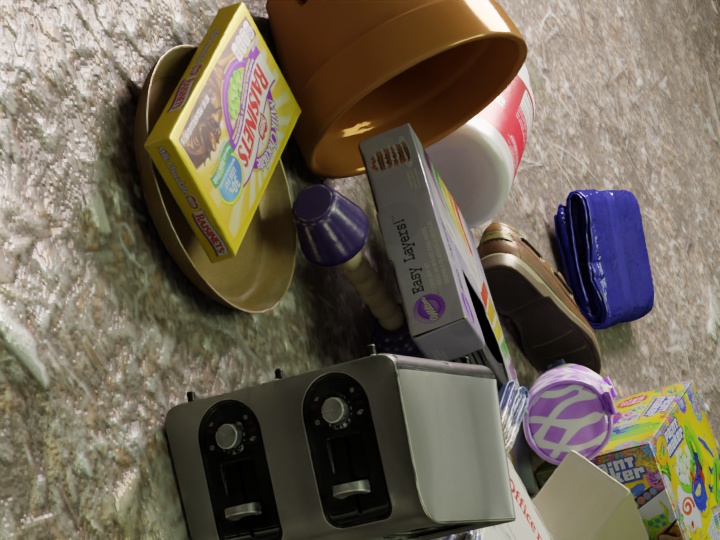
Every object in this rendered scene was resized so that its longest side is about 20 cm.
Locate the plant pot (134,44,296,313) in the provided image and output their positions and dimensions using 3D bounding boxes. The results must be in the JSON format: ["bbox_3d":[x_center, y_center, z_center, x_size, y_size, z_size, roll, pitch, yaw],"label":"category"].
[{"bbox_3d":[-0.108,-0.063,1.488,0.200,0.027,0.201,43,38,-48],"label":"plant pot"}]

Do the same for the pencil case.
[{"bbox_3d":[0.192,0.130,1.878,0.200,0.085,0.084,-25,99,-82],"label":"pencil case"}]

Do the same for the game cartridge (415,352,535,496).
[{"bbox_3d":[0.092,0.121,1.788,0.200,0.041,0.134,25,57,-59],"label":"game cartridge"}]

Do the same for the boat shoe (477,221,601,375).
[{"bbox_3d":[0.177,0.030,1.983,0.200,0.072,0.068,52,32,-39],"label":"boat shoe"}]

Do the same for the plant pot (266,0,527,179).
[{"bbox_3d":[0.015,-0.186,1.657,0.140,0.200,0.200,62,21,15],"label":"plant pot"}]

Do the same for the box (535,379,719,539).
[{"bbox_3d":[0.281,0.236,2.009,0.200,0.122,0.193,-34,105,-64],"label":"box"}]

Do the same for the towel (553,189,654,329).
[{"bbox_3d":[0.262,-0.014,2.234,0.200,0.049,0.149,-7,88,-66],"label":"towel"}]

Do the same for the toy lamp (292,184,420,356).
[{"bbox_3d":[0.000,0.000,1.610,0.200,0.058,0.058,54,29,-53],"label":"toy lamp"}]

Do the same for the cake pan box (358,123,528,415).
[{"bbox_3d":[0.067,0.011,1.652,0.184,0.052,0.201,53,19,-54],"label":"cake pan box"}]

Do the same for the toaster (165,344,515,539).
[{"bbox_3d":[-0.007,0.128,1.398,0.200,0.180,0.119,11,67,-62],"label":"toaster"}]

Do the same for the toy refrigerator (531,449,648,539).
[{"bbox_3d":[0.196,0.225,1.810,0.070,0.076,0.200,35,-8,21],"label":"toy refrigerator"}]

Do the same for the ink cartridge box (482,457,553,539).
[{"bbox_3d":[0.091,0.263,1.626,0.146,0.084,0.200,62,26,-24],"label":"ink cartridge box"}]

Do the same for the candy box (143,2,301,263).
[{"bbox_3d":[-0.095,-0.102,1.478,0.103,0.026,0.200,64,26,-28],"label":"candy box"}]

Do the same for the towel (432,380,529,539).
[{"bbox_3d":[0.062,0.180,1.555,0.024,0.147,0.200,37,35,-8],"label":"towel"}]

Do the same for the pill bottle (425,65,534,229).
[{"bbox_3d":[0.096,-0.129,1.865,0.113,0.112,0.200,62,26,-22],"label":"pill bottle"}]
